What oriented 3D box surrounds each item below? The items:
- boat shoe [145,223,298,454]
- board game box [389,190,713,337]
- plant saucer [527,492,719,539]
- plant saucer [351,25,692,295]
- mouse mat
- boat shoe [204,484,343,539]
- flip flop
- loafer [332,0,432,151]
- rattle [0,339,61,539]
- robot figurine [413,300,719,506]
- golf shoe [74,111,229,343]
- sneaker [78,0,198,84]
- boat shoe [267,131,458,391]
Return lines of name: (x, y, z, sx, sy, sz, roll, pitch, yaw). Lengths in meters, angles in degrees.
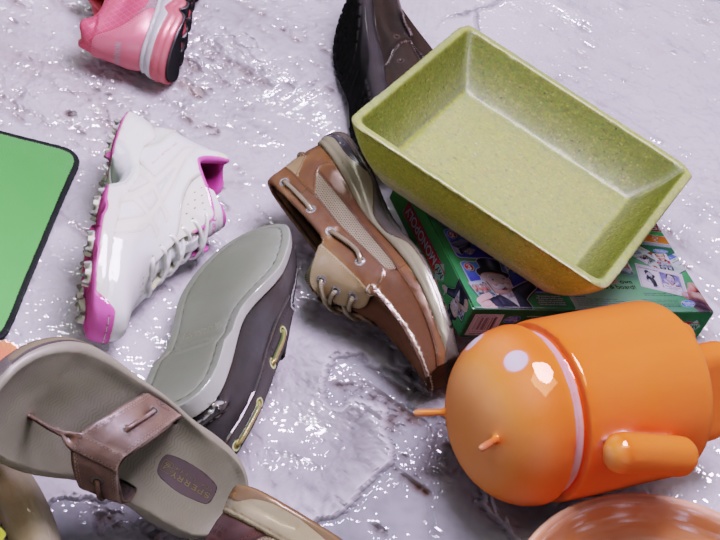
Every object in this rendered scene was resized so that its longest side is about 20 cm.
boat shoe: (-0.081, 0.046, 1.221, 0.071, 0.061, 0.201, -14, 30, 27)
board game box: (0.132, -0.011, 1.330, 0.199, 0.029, 0.135, 2, 43, -29)
plant saucer: (0.180, 0.219, 1.126, 0.199, 0.038, 0.201, 8, 44, -8)
plant saucer: (0.107, -0.067, 1.315, 0.200, 0.048, 0.200, 34, 36, 9)
mouse mat: (-0.288, -0.036, 1.285, 0.160, 0.008, 0.200, 14, 44, 0)
boat shoe: (-0.004, 0.201, 1.084, 0.200, 0.072, 0.072, 33, 75, 4)
flip flop: (-0.131, 0.102, 1.074, 0.058, 0.200, 0.081, 25, 81, 52)
loafer: (0.025, -0.151, 1.451, 0.071, 0.073, 0.201, 7, 51, -16)
rattle: (-0.246, 0.137, 1.101, 0.130, 0.143, 0.200, 32, 17, -29)
robot figurine: (0.138, 0.083, 1.193, 0.199, 0.117, 0.144, -9, 60, -27)
golf shoe: (-0.136, -0.028, 1.272, 0.091, 0.075, 0.200, 13, 44, -6)
sneaker: (-0.165, -0.226, 1.467, 0.086, 0.074, 0.201, 11, 43, -2)
boat shoe: (0.000, 0.000, 1.286, 0.074, 0.076, 0.200, -25, 59, -8)
